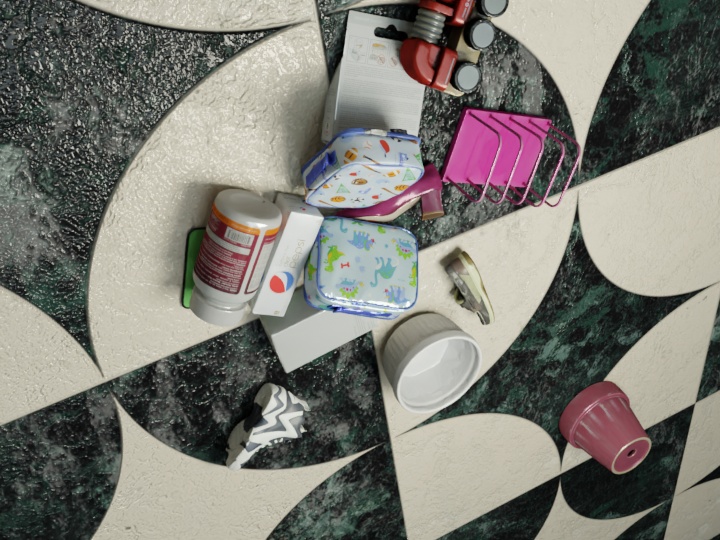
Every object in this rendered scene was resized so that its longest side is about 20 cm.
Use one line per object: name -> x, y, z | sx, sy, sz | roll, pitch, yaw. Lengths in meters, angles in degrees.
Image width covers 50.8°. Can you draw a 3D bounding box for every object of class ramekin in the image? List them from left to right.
ramekin -> 0.139, 0.184, 1.559 | 0.199, 0.105, 0.201 | -16, 130, -20

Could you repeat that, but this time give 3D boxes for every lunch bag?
lunch bag -> -0.002, -0.160, 1.189 | 0.159, 0.076, 0.200 | 1, 163, -27
lunch bag -> 0.000, 0.000, 1.300 | 0.198, 0.162, 0.082 | 8, 160, -24

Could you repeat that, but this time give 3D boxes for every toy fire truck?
toy fire truck -> 0.104, -0.371, 1.130 | 0.198, 0.129, 0.177 | 14, 105, -20

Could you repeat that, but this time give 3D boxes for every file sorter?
file sorter -> 0.272, -0.194, 1.354 | 0.198, 0.126, 0.140 | 0, 122, -30

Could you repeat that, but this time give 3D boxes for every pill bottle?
pill bottle -> -0.204, -0.018, 1.210 | 0.109, 0.110, 0.201 | 6, 119, -33

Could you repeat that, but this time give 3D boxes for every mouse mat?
mouse mat -> -0.204, -0.007, 1.296 | 0.198, 0.008, 0.162 | -4, 124, -27

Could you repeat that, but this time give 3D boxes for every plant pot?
plant pot -> 0.654, 0.425, 1.994 | 0.198, 0.179, 0.201 | -15, 129, -19

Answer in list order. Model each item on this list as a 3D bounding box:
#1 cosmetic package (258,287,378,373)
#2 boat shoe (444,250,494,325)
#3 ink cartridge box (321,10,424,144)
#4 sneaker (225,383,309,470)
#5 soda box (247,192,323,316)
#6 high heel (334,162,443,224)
cosmetic package -> -0.076, 0.088, 1.388 | 0.199, 0.081, 0.113 | -24, 135, -11
boat shoe -> 0.220, 0.044, 1.543 | 0.066, 0.072, 0.201 | -26, 132, 3
ink cartridge box -> 0.028, -0.295, 1.207 | 0.161, 0.057, 0.202 | 0, 102, -30
sneaker -> -0.175, 0.325, 1.507 | 0.129, 0.079, 0.200 | 24, 99, -31
soda box -> -0.134, -0.024, 1.274 | 0.063, 0.068, 0.201 | 7, 118, -32
high heel -> 0.047, -0.131, 1.338 | 0.198, 0.097, 0.067 | -7, 167, -10
